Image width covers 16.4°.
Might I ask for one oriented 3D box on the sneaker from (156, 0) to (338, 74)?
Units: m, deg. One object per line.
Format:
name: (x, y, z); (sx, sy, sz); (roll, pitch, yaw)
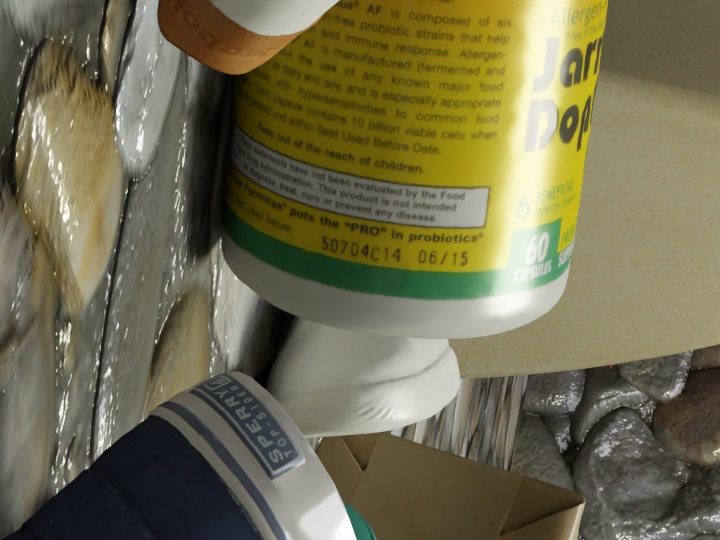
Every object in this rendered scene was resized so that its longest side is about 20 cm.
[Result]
sneaker: (-0.024, -0.133, 0.619); (0.085, 0.073, 0.200); (-45, -153, 42)

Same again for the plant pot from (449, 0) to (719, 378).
plant pot: (0.105, -0.068, 1.208); (0.200, 0.177, 0.200); (-72, 168, -52)

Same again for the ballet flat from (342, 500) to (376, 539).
ballet flat: (-0.047, 0.098, 0.700); (0.071, 0.069, 0.200); (-63, 170, 5)

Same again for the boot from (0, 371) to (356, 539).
boot: (-0.040, 0.114, 0.572); (0.090, 0.073, 0.200); (-32, 135, -18)

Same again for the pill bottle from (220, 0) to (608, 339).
pill bottle: (0.021, -0.090, 0.756); (0.113, 0.113, 0.200); (-62, 160, -69)

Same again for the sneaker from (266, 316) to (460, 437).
sneaker: (0.000, 0.000, 0.954); (0.200, 0.075, 0.089); (-65, 146, -70)

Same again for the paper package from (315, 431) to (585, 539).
paper package: (0.010, 0.181, 0.974); (0.200, 0.103, 0.191); (87, 23, -66)

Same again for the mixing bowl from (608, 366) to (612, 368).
mixing bowl: (0.183, -0.020, 2.173); (0.200, 0.108, 0.201); (8, 90, -83)
